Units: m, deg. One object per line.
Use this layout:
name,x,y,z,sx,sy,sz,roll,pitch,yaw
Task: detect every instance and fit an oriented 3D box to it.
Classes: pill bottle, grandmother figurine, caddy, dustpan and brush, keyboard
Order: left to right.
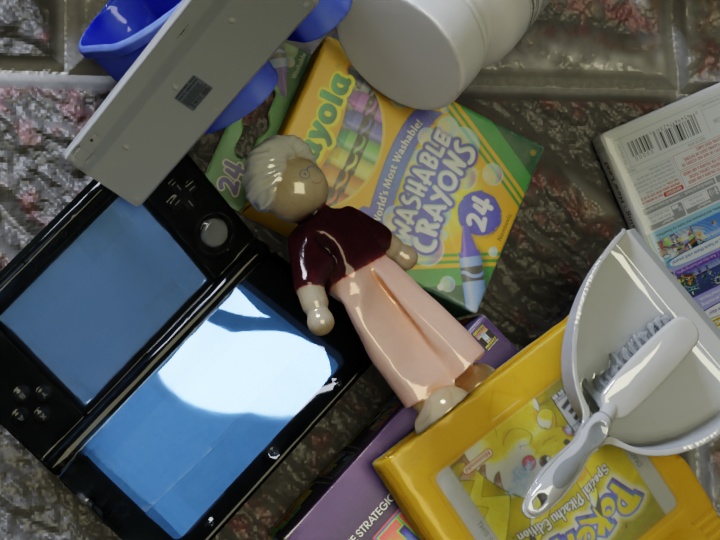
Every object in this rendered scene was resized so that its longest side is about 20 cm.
keyboard,-0.100,-0.105,0.809,0.056,0.200,0.011,30,43,-21
caddy,-0.097,-0.166,0.879,0.141,0.200,0.105,-48,114,-13
grandmother figurine,0.000,0.000,0.884,0.061,0.121,0.200,-41,85,25
pill bottle,0.076,-0.205,0.940,0.113,0.113,0.200,42,61,-7
dustpan and brush,0.159,0.081,0.896,0.200,0.057,0.140,-44,96,-17

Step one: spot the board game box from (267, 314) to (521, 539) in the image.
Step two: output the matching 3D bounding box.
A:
board game box,0.067,0.158,0.953,0.165,0.057,0.200,45,76,-7

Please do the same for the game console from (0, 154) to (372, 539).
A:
game console,-0.122,0.045,0.879,0.200,0.116,0.176,-47,122,-15

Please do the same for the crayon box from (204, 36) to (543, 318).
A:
crayon box,0.008,-0.067,0.964,0.199,0.052,0.126,25,79,-10

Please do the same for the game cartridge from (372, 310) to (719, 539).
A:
game cartridge,0.131,0.155,0.924,0.176,0.032,0.200,-35,91,-18

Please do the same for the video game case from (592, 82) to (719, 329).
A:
video game case,0.289,-0.050,1.049,0.199,0.022,0.183,-24,90,-16
